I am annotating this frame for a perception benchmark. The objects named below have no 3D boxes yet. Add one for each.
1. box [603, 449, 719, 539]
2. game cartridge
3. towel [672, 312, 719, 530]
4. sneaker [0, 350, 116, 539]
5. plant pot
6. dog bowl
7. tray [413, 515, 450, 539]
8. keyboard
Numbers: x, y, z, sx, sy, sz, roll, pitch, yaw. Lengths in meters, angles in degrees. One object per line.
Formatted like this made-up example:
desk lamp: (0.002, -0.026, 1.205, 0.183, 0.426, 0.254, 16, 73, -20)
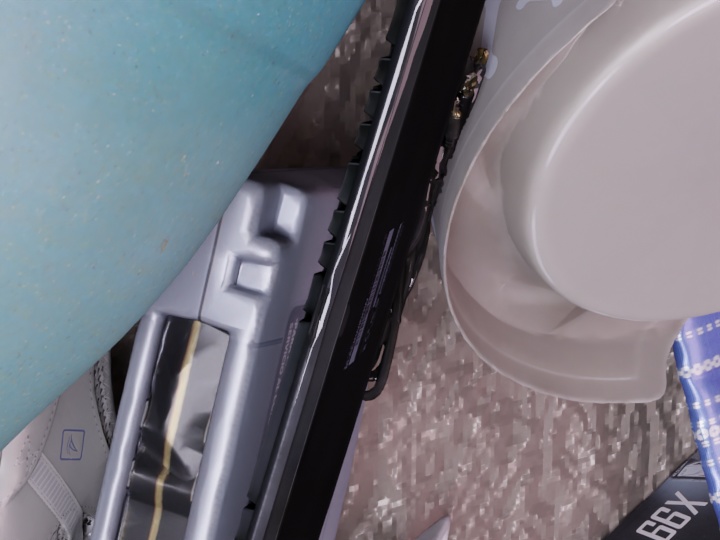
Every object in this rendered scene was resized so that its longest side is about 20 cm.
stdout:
box: (0.130, 0.174, 1.056, 0.158, 0.050, 0.200, -40, 125, -22)
game cartridge: (-0.038, 0.069, 0.843, 0.133, 0.040, 0.201, -4, 108, -71)
towel: (0.160, -0.003, 1.003, 0.144, 0.024, 0.201, -20, 98, -32)
sneaker: (-0.096, 0.075, 0.825, 0.082, 0.075, 0.201, 2, 102, -37)
plant pot: (-0.122, -0.041, 0.698, 0.200, 0.200, 0.188, 27, 93, -41)
dog bowl: (0.106, -0.050, 0.870, 0.199, 0.059, 0.200, -17, 142, -14)
tray: (-0.012, 0.158, 0.882, 0.200, 0.022, 0.108, -57, 161, -64)
keyboard: (0.000, 0.000, 0.756, 0.127, 0.021, 0.201, -37, 146, -75)
